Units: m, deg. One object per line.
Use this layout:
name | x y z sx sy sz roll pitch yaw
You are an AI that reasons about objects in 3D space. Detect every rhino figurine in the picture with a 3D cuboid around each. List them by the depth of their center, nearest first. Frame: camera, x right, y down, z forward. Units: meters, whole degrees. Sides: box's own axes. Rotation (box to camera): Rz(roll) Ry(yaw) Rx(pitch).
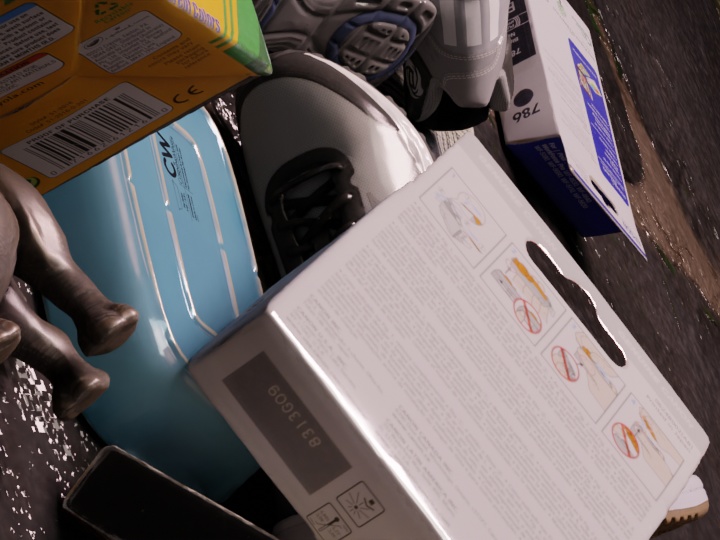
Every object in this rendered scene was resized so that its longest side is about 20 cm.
rhino figurine | -0.136 0.003 0.803 0.087 0.060 0.200 48 16 14

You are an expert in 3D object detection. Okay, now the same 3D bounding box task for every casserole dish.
casserole dish | -0.075 -0.008 1.026 0.121 0.039 0.200 39 30 -53

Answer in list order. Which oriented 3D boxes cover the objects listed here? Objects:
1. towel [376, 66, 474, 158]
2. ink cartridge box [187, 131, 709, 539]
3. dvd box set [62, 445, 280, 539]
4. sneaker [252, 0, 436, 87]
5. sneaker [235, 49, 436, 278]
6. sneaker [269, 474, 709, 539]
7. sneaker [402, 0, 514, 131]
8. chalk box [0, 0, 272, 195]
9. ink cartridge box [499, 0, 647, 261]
towel | 0.002 -0.092 1.367 0.193 0.035 0.200 37 35 -49
ink cartridge box | 0.039 0.050 1.030 0.160 0.047 0.200 52 31 -3
dvd box set | 0.004 0.142 0.925 0.146 0.029 0.200 24 -18 48
sneaker | -0.051 -0.134 1.215 0.087 0.075 0.200 53 17 29
sneaker | 0.000 0.000 1.167 0.079 0.074 0.200 -9 74 -66
sneaker | 0.047 0.059 1.095 0.200 0.070 0.109 -1 70 -36
sneaker | 0.032 -0.129 1.364 0.200 0.075 0.116 -105 -171 -67
chalk box | -0.132 -0.138 0.907 0.124 0.125 0.200 28 39 -61
ink cartridge box | 0.113 -0.095 1.649 0.099 0.039 0.200 47 23 -41
